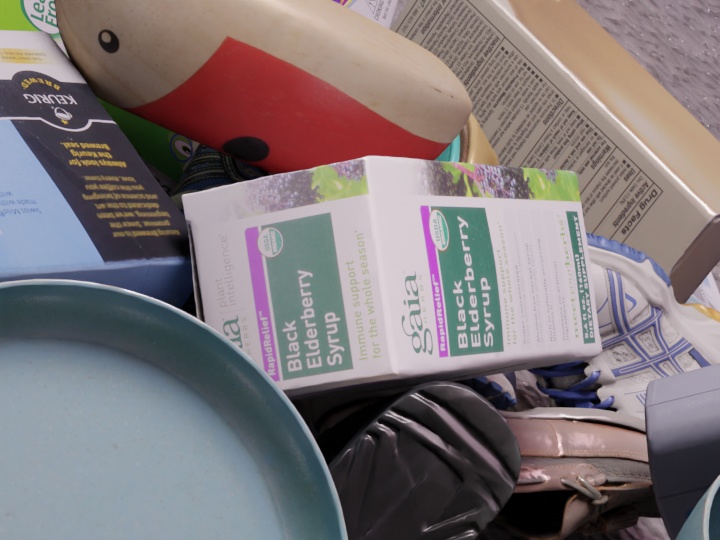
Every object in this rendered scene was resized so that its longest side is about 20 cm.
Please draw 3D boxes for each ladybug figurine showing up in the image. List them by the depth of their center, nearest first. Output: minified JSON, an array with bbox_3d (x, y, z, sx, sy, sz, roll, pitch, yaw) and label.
[{"bbox_3d":[-0.041,-0.080,0.989,0.200,0.072,0.136,22,2,-35],"label":"ladybug figurine"}]

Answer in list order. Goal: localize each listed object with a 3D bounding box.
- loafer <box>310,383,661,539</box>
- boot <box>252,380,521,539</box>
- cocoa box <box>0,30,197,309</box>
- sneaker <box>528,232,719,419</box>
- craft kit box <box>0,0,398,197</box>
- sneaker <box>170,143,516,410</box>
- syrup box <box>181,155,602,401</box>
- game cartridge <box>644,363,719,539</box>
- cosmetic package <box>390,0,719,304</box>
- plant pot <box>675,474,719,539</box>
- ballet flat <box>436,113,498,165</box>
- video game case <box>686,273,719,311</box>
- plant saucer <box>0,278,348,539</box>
[{"bbox_3d":[0.067,0.095,1.088,0.200,0.072,0.063,14,56,-29],"label":"loafer"},{"bbox_3d":[-0.021,0.119,0.922,0.076,0.200,0.168,45,-5,3],"label":"boot"},{"bbox_3d":[-0.181,0.001,0.886,0.200,0.133,0.131,-4,48,-49],"label":"cocoa box"},{"bbox_3d":[0.116,0.045,1.152,0.200,0.075,0.088,26,67,-38],"label":"sneaker"},{"bbox_3d":[-0.079,-0.120,1.129,0.197,0.048,0.200,35,54,-27],"label":"craft kit box"},{"bbox_3d":[0.000,0.000,1.084,0.200,0.077,0.085,33,57,-32],"label":"sneaker"},{"bbox_3d":[0.017,0.004,0.948,0.200,0.081,0.079,0,81,-64],"label":"syrup box"},{"bbox_3d":[0.206,0.108,1.082,0.200,0.133,0.041,54,34,-39],"label":"game cartridge"},{"bbox_3d":[0.101,-0.066,1.265,0.200,0.105,0.071,48,33,17],"label":"cosmetic package"},{"bbox_3d":[0.182,0.193,0.983,0.200,0.135,0.200,25,31,-16],"label":"plant pot"},{"bbox_3d":[0.034,-0.044,1.173,0.063,0.069,0.200,31,-1,-20],"label":"ballet flat"},{"bbox_3d":[0.113,-0.035,1.357,0.182,0.023,0.200,21,32,-25],"label":"video game case"},{"bbox_3d":[-0.103,0.104,0.810,0.200,0.200,0.027,32,-12,-7],"label":"plant saucer"}]
